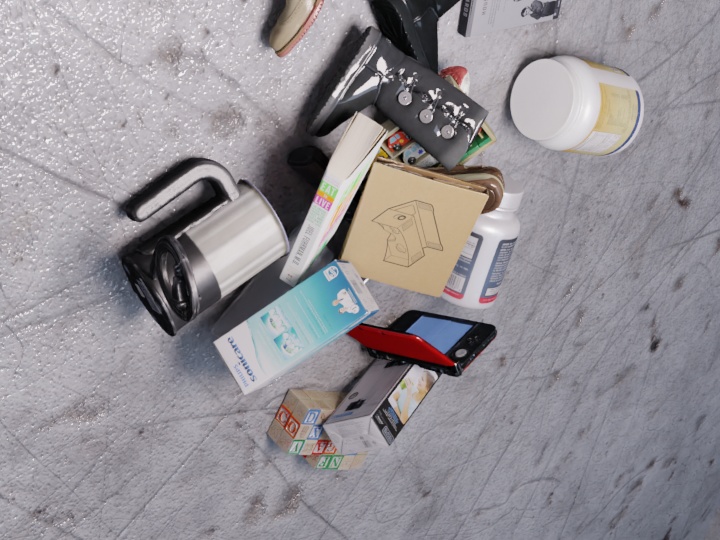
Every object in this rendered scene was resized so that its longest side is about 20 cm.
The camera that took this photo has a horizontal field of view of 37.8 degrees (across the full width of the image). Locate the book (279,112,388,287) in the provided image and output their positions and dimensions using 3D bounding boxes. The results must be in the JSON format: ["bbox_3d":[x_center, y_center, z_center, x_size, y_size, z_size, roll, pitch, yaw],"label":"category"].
[{"bbox_3d":[-0.042,-0.088,1.363,0.134,0.048,0.201,-59,178,-45],"label":"book"}]

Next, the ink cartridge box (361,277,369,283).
[{"bbox_3d":[0.000,0.000,1.570,0.201,0.039,0.099,-49,-179,-5],"label":"ink cartridge box"}]

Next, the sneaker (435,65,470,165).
[{"bbox_3d":[0.132,-0.211,1.547,0.081,0.078,0.202,-11,136,-22],"label":"sneaker"}]

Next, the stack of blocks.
[{"bbox_3d":[-0.058,0.264,1.738,0.198,0.058,0.117,12,110,-49],"label":"stack of blocks"}]

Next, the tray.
[{"bbox_3d":[-0.128,0.027,1.515,0.201,0.022,0.107,-50,141,-3],"label":"tray"}]

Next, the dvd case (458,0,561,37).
[{"bbox_3d":[0.229,-0.427,1.526,0.198,0.025,0.153,-19,131,-35],"label":"dvd case"}]

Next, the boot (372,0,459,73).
[{"bbox_3d":[0.102,-0.354,1.421,0.163,0.073,0.199,-47,144,-16],"label":"boot"}]

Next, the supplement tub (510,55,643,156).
[{"bbox_3d":[0.344,-0.261,1.673,0.198,0.144,0.147,0,119,-45],"label":"supplement tub"}]

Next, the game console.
[{"bbox_3d":[0.083,0.086,1.645,0.172,0.198,0.120,-40,122,-33],"label":"game console"}]

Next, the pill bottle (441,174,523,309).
[{"bbox_3d":[0.191,-0.052,1.699,0.118,0.119,0.203,-7,124,-42],"label":"pill bottle"}]

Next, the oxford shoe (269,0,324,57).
[{"bbox_3d":[-0.072,-0.356,1.259,0.074,0.071,0.202,21,106,-23],"label":"oxford shoe"}]

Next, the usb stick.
[{"bbox_3d":[-0.035,-0.114,1.478,0.200,0.055,0.033,42,50,-52],"label":"usb stick"}]

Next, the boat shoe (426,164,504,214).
[{"bbox_3d":[0.106,-0.112,1.479,0.075,0.198,0.076,-67,152,-51],"label":"boat shoe"}]

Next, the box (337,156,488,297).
[{"bbox_3d":[0.067,-0.056,1.453,0.160,0.022,0.202,14,133,-9],"label":"box"}]

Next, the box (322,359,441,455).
[{"bbox_3d":[0.040,0.203,1.689,0.061,0.116,0.200,58,45,-14],"label":"box"}]

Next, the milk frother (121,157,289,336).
[{"bbox_3d":[-0.178,-0.021,1.288,0.187,0.199,0.182,-36,135,-19],"label":"milk frother"}]

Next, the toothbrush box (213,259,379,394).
[{"bbox_3d":[-0.082,0.075,1.420,0.198,0.086,0.146,-35,175,7],"label":"toothbrush box"}]

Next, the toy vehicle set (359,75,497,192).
[{"bbox_3d":[0.080,-0.172,1.486,0.198,0.027,0.124,-34,132,17],"label":"toy vehicle set"}]

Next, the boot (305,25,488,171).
[{"bbox_3d":[0.049,-0.198,1.395,0.198,0.066,0.166,33,106,-17],"label":"boot"}]
